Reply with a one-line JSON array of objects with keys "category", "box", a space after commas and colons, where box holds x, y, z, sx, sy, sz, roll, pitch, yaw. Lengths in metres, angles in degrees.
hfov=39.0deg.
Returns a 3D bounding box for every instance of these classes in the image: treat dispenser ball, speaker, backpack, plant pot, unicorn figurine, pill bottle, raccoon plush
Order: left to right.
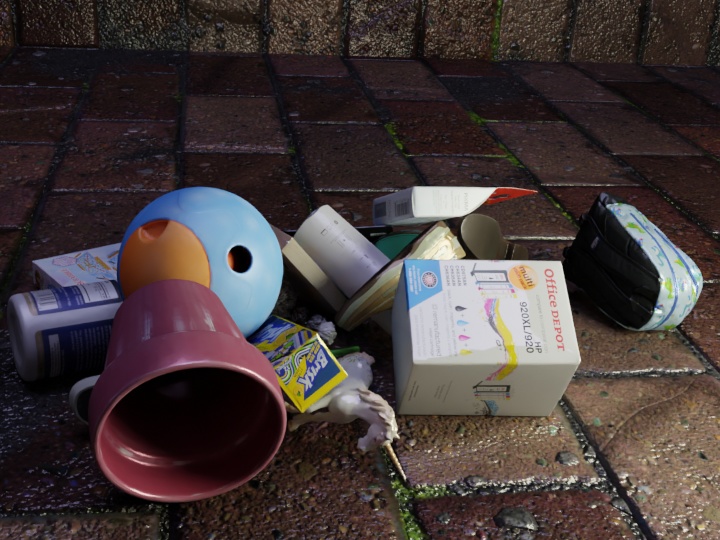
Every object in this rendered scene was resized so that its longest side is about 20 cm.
[{"category": "pill bottle", "box": [-0.342, 0.071, 1.307, 0.199, 0.111, 0.111, -9, 26, -28]}, {"category": "plant pot", "box": [-0.192, 0.113, 1.076, 0.199, 0.201, 0.179, -4, 39, -17]}, {"category": "treat dispenser ball", "box": [-0.195, -0.001, 1.238, 0.200, 0.202, 0.201, 3, 23, -1]}, {"category": "raccoon plush", "box": [-0.147, 0.057, 1.403, 0.200, 0.097, 0.134, 22, 38, 36]}, {"category": "unicorn figurine", "box": [-0.020, 0.154, 1.199, 0.137, 0.074, 0.200, -11, 39, 13]}, {"category": "speaker", "box": [0.000, 0.000, 1.430, 0.200, 0.081, 0.081, 41, 35, 12]}, {"category": "backpack", "box": [0.414, 0.003, 1.530, 0.153, 0.164, 0.200, 11, 27, -20]}]

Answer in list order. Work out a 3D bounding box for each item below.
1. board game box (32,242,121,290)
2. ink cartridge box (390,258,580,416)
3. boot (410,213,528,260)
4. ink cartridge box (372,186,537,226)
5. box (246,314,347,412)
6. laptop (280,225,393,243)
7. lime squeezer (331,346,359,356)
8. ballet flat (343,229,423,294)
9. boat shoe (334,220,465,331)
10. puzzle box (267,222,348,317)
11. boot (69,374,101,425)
[{"category": "board game box", "box": [-0.355, 0.017, 1.515, 0.199, 0.041, 0.200, -14, 30, -36]}, {"category": "ink cartridge box", "box": [0.146, 0.083, 1.245, 0.199, 0.145, 0.148, 1, 57, -6]}, {"category": "boot", "box": [0.132, -0.050, 1.561, 0.200, 0.064, 0.186, 14, -11, 41]}, {"category": "ink cartridge box", "box": [0.137, -0.091, 1.502, 0.199, 0.047, 0.160, 1, -4, -20]}, {"category": "box", "box": [-0.087, 0.105, 1.192, 0.070, 0.064, 0.200, -38, 15, -13]}, {"category": "laptop", "box": [-0.036, -0.051, 1.613, 0.176, 0.104, 0.200, -2, 21, 2]}, {"category": "lime squeezer", "box": [-0.097, 0.116, 1.351, 0.199, 0.038, 0.071, 0, -7, -7]}, {"category": "ballet flat", "box": [0.032, -0.012, 1.534, 0.199, 0.074, 0.074, -16, 15, 24]}, {"category": "boat shoe", "box": [0.058, 0.022, 1.350, 0.200, 0.076, 0.072, -41, 3, -7]}, {"category": "puzzle box", "box": [-0.088, -0.002, 1.444, 0.025, 0.200, 0.133, -49, 44, -9]}, {"category": "boot", "box": [-0.258, 0.133, 1.233, 0.199, 0.073, 0.144, 2, 22, -25]}]
